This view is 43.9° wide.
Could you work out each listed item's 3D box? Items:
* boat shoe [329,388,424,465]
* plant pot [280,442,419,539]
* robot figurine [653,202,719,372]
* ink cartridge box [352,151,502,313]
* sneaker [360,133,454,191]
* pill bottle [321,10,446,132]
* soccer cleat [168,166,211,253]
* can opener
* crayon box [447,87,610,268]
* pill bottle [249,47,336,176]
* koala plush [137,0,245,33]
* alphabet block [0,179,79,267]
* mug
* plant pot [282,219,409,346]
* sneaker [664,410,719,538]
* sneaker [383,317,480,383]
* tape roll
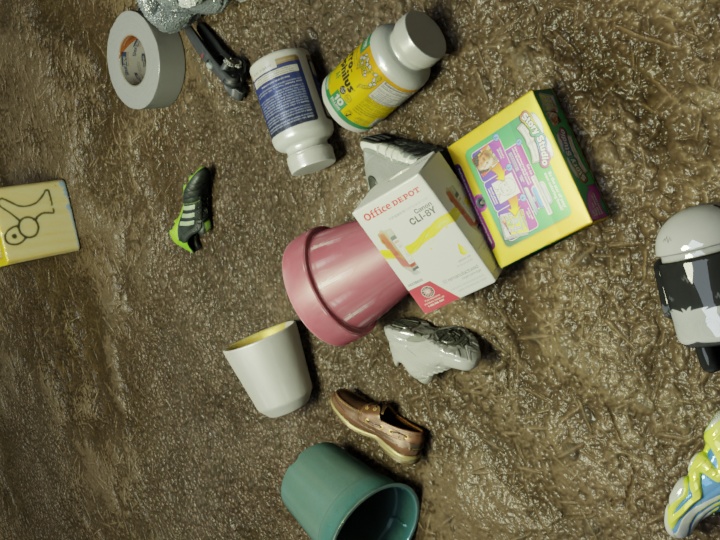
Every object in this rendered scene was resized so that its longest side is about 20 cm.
[{"bbox_3d":[0.033,0.260,1.579,0.200,0.072,0.068,32,116,28],"label":"boat shoe"},{"bbox_3d":[-0.032,0.422,1.608,0.196,0.199,0.201,30,121,45],"label":"plant pot"},{"bbox_3d":[0.432,0.018,1.076,0.149,0.125,0.201,-16,90,22],"label":"robot figurine"},{"bbox_3d":[0.106,-0.055,1.346,0.145,0.083,0.200,-28,104,38],"label":"ink cartridge box"},{"bbox_3d":[0.075,-0.145,1.432,0.200,0.075,0.116,28,125,48],"label":"sneaker"},{"bbox_3d":[0.037,-0.310,1.388,0.200,0.112,0.113,-32,78,45],"label":"pill bottle"},{"bbox_3d":[-0.337,-0.126,1.855,0.081,0.067,0.201,35,126,12],"label":"soccer cleat"},{"bbox_3d":[-0.282,-0.411,1.715,0.200,0.063,0.079,51,132,22],"label":"can opener"},{"bbox_3d":[0.236,-0.129,1.276,0.172,0.058,0.201,-30,80,44],"label":"crayon box"},{"bbox_3d":[-0.111,-0.272,1.547,0.111,0.111,0.201,-22,85,46],"label":"pill bottle"},{"bbox_3d":[-0.306,-0.522,1.642,0.199,0.177,0.185,19,119,36],"label":"koala plush"},{"bbox_3d":[-0.865,-0.115,2.280,0.196,0.199,0.197,-11,93,46],"label":"alphabet block"},{"bbox_3d":[-0.162,0.191,1.730,0.149,0.187,0.154,-22,95,13],"label":"mug"},{"bbox_3d":[0.000,0.000,1.466,0.178,0.200,0.201,-28,81,30],"label":"plant pot"},{"bbox_3d":[0.466,0.282,1.143,0.105,0.075,0.201,31,121,35],"label":"sneaker"},{"bbox_3d":[0.123,0.141,1.460,0.199,0.078,0.100,15,118,51],"label":"sneaker"},{"bbox_3d":[-0.452,-0.441,1.876,0.200,0.066,0.202,15,111,41],"label":"tape roll"}]
